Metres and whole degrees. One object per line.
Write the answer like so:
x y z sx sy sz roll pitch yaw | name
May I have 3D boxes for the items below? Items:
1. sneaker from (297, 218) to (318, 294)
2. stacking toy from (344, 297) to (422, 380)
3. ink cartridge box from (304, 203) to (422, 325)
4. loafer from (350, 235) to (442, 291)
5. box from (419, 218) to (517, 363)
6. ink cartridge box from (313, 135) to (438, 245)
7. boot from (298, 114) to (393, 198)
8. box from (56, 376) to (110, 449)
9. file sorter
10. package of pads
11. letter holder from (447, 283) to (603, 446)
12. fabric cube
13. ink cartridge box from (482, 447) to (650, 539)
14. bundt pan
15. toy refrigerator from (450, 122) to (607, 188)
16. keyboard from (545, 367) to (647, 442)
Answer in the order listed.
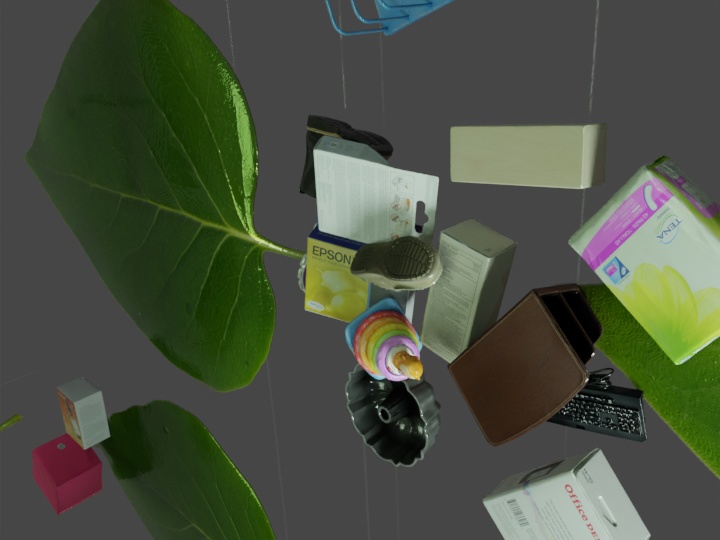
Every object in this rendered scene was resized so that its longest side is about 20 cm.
-0.055 -0.021 1.250 0.083 0.080 0.202 37 131 21 | sneaker
0.055 0.129 1.062 0.117 0.109 0.200 56 175 -15 | stacking toy
0.000 0.000 1.177 0.195 0.047 0.203 15 122 20 | ink cartridge box
0.063 -0.006 1.053 0.199 0.068 0.077 7 72 56 | loafer
0.159 0.036 1.039 0.095 0.077 0.202 34 129 33 | box
0.026 -0.113 1.067 0.197 0.048 0.162 15 135 15 | ink cartridge box
-0.028 -0.166 1.138 0.200 0.077 0.140 35 119 49 | boot
-1.008 0.516 2.502 0.151 0.106 0.203 20 121 41 | box
0.049 -0.415 0.921 0.199 0.122 0.141 -10 101 48 | file sorter
0.365 -0.015 0.802 0.201 0.068 0.155 52 139 16 | package of pads
0.239 0.136 0.947 0.200 0.100 0.143 -51 56 40 | letter holder
-1.161 0.795 2.726 0.199 0.195 0.202 41 133 27 | fabric cube
0.303 0.370 1.031 0.200 0.085 0.149 -39 77 47 | ink cartridge box
0.067 0.243 1.235 0.200 0.075 0.205 22 122 40 | bundt pan
0.216 -0.153 0.902 0.198 0.069 0.077 10 108 44 | toy refrigerator
0.303 0.187 0.983 0.198 0.039 0.106 1 109 46 | keyboard
